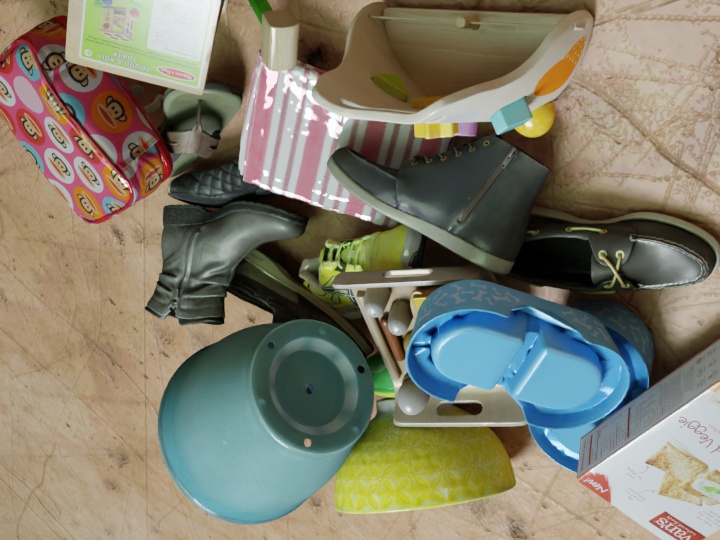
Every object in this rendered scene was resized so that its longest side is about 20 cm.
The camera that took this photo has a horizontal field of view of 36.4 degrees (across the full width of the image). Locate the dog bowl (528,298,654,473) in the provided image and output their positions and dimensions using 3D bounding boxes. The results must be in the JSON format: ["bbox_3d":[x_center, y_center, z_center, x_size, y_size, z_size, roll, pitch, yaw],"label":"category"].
[{"bbox_3d":[0.225,0.112,1.058,0.111,0.050,0.202,20,134,24],"label":"dog bowl"}]

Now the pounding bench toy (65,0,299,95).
[{"bbox_3d":[-0.143,-0.257,0.978,0.198,0.157,0.125,13,136,-7],"label":"pounding bench toy"}]

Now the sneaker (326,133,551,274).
[{"bbox_3d":[0.070,-0.088,0.979,0.199,0.075,0.107,29,101,19],"label":"sneaker"}]

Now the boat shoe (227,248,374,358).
[{"bbox_3d":[-0.075,0.047,1.213,0.199,0.065,0.073,36,170,18],"label":"boat shoe"}]

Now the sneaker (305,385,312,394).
[{"bbox_3d":[-0.084,0.150,1.297,0.079,0.095,0.201,33,136,13],"label":"sneaker"}]

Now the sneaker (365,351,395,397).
[{"bbox_3d":[0.069,0.068,1.131,0.199,0.074,0.084,-28,106,38],"label":"sneaker"}]

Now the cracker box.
[{"bbox_3d":[0.308,0.158,0.980,0.133,0.058,0.200,34,130,-12],"label":"cracker box"}]

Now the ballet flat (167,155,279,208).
[{"bbox_3d":[-0.135,-0.102,1.173,0.199,0.066,0.058,-8,75,41],"label":"ballet flat"}]

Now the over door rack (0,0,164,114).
[{"bbox_3d":[-0.298,-0.241,1.166,0.198,0.067,0.149,8,128,41],"label":"over door rack"}]

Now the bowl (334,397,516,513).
[{"bbox_3d":[0.063,0.187,1.173,0.199,0.199,0.109,-11,85,42],"label":"bowl"}]

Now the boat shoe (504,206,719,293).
[{"bbox_3d":[0.211,-0.010,0.960,0.199,0.061,0.072,7,127,34],"label":"boat shoe"}]

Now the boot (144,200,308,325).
[{"bbox_3d":[-0.143,-0.003,1.181,0.198,0.067,0.132,-1,79,34],"label":"boot"}]

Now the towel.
[{"bbox_3d":[-0.014,-0.120,1.038,0.198,0.030,0.147,18,133,1],"label":"towel"}]

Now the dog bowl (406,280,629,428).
[{"bbox_3d":[0.135,0.071,0.951,0.198,0.050,0.112,17,129,-12],"label":"dog bowl"}]

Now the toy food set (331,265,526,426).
[{"bbox_3d":[0.069,0.076,1.032,0.142,0.061,0.201,-3,134,23],"label":"toy food set"}]

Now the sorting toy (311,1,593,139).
[{"bbox_3d":[0.057,-0.147,0.866,0.198,0.180,0.108,11,112,32],"label":"sorting toy"}]

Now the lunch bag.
[{"bbox_3d":[-0.299,-0.145,1.132,0.175,0.082,0.201,-16,112,51],"label":"lunch bag"}]

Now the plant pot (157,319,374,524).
[{"bbox_3d":[-0.083,0.139,1.113,0.200,0.200,0.188,46,145,-4],"label":"plant pot"}]

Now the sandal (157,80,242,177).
[{"bbox_3d":[-0.175,-0.137,1.138,0.201,0.079,0.058,135,131,-55],"label":"sandal"}]

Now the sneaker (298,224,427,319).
[{"bbox_3d":[0.000,0.000,1.086,0.076,0.076,0.200,23,154,-19],"label":"sneaker"}]
